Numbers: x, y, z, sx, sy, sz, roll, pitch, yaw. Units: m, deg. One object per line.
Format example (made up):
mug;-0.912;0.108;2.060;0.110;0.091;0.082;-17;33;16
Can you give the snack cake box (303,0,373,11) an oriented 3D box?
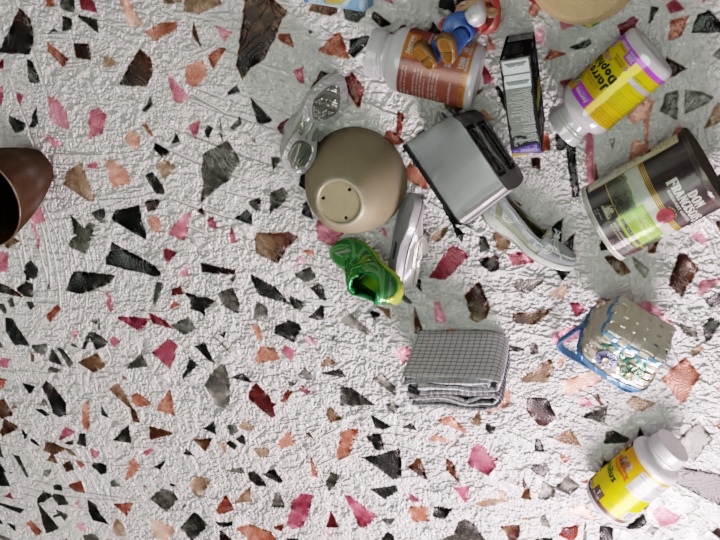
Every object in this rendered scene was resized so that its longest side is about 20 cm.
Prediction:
snack cake box;-0.028;-0.557;1.617;0.113;0.067;0.202;12;117;12

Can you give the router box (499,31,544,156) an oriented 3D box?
router box;0.271;-0.296;1.573;0.051;0.200;0.159;-6;112;15

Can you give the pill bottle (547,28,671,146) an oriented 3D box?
pill bottle;0.411;-0.300;1.584;0.104;0.104;0.200;44;118;-7

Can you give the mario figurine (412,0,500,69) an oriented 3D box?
mario figurine;0.157;-0.418;1.556;0.122;0.200;0.107;24;140;19

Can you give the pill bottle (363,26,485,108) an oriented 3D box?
pill bottle;0.110;-0.357;1.643;0.197;0.112;0.114;15;118;9

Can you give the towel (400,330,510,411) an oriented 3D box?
towel;0.189;0.198;1.847;0.197;0.166;0.087;-2;120;17

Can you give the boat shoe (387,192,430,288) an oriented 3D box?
boat shoe;0.101;-0.053;1.814;0.065;0.072;0.203;3;114;-17

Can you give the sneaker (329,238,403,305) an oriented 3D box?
sneaker;0.000;0.000;1.824;0.200;0.083;0.075;38;126;39

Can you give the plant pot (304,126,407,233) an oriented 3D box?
plant pot;-0.023;-0.150;1.766;0.197;0.135;0.203;7;116;14

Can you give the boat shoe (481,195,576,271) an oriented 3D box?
boat shoe;0.316;-0.072;1.738;0.201;0.074;0.065;37;118;7

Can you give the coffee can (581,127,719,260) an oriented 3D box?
coffee can;0.500;-0.128;1.614;0.199;0.147;0.147;-31;103;27

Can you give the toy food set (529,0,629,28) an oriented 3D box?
toy food set;0.359;-0.500;1.540;0.199;0.049;0.198;39;119;-4

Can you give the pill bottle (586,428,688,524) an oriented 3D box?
pill bottle;0.547;0.403;1.866;0.109;0.109;0.200;38;118;-3

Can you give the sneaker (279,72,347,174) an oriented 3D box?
sneaker;-0.099;-0.283;1.759;0.077;0.099;0.201;30;97;-30

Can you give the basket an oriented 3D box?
basket;0.474;0.146;1.763;0.175;0.140;0.200;29;153;3

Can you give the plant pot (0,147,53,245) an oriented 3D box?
plant pot;-0.717;-0.175;1.922;0.184;0.200;0.189;7;117;13

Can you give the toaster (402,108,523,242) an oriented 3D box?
toaster;0.184;-0.178;1.647;0.118;0.181;0.201;-34;89;25
